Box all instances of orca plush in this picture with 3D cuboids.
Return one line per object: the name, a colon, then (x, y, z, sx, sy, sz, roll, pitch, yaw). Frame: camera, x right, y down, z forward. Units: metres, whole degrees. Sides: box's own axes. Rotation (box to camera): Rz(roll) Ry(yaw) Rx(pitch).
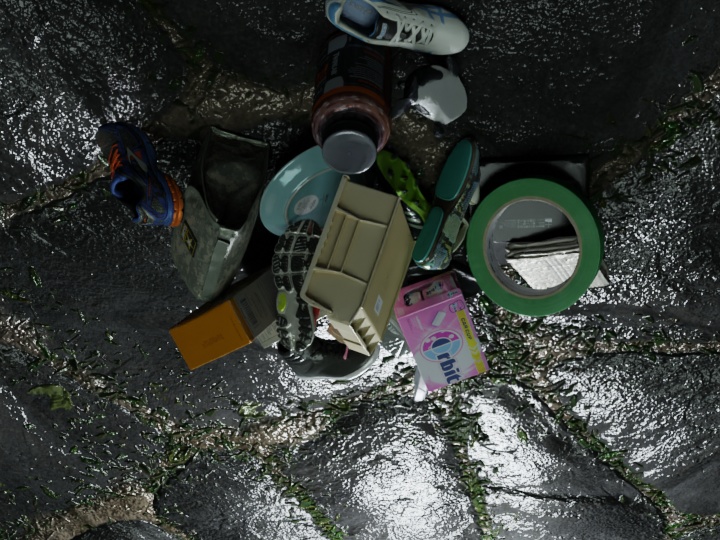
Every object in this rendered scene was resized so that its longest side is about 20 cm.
orca plush: (0.077, -0.230, 1.326, 0.070, 0.200, 0.107, 11, 115, 25)

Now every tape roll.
tape roll: (0.256, -0.037, 1.460, 0.197, 0.048, 0.204, 4, 102, 21)

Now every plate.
plate: (-0.055, -0.112, 1.472, 0.198, 0.026, 0.201, -24, 150, -14)

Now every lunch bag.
lunch bag: (-0.209, -0.077, 1.458, 0.116, 0.202, 0.165, 14, 136, -13)

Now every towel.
towel: (0.313, -0.010, 1.569, 0.130, 0.035, 0.200, -5, 160, 23)

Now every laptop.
laptop: (0.257, -0.088, 1.561, 0.184, 0.116, 0.204, -2, 108, 4)

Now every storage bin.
storage bin: (0.000, 0.000, 1.459, 0.092, 0.201, 0.200, 17, 166, 14)

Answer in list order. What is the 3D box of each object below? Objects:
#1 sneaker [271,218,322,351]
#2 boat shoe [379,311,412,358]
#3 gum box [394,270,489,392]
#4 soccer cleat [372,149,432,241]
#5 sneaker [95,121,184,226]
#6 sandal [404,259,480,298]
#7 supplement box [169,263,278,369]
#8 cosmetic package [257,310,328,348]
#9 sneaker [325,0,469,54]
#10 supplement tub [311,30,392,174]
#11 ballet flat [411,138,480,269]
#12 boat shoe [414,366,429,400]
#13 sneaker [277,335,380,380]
sneaker: (-0.092, 0.018, 1.498, 0.076, 0.085, 0.204, 9, 103, 8)
boat shoe: (0.036, 0.070, 1.707, 0.074, 0.065, 0.202, -19, 128, 38)
gum box: (0.131, 0.098, 1.648, 0.112, 0.067, 0.202, -20, 130, 5)
soccer cleat: (0.065, -0.103, 1.518, 0.080, 0.068, 0.200, -13, 136, 34)
sneaker: (-0.328, -0.141, 1.423, 0.078, 0.200, 0.076, -15, 144, -42)
sandal: (0.114, 0.004, 1.636, 0.198, 0.048, 0.076, 19, 134, -17)
supplement box: (-0.186, 0.063, 1.527, 0.125, 0.200, 0.074, -25, 98, 26)
cosmetic package: (-0.099, 0.036, 1.637, 0.198, 0.071, 0.106, -27, 98, 28)
sneaker: (0.048, -0.316, 1.290, 0.197, 0.073, 0.072, 13, 134, -12)
supplement tub: (-0.010, -0.219, 1.300, 0.105, 0.202, 0.108, 1, 136, 1)
ballet flat: (0.139, -0.094, 1.477, 0.073, 0.074, 0.203, 21, 99, -19)
boat shoe: (0.142, 0.164, 1.790, 0.067, 0.072, 0.202, 10, 129, -5)
sneaker: (-0.064, 0.141, 1.754, 0.198, 0.072, 0.099, -11, 139, 35)
